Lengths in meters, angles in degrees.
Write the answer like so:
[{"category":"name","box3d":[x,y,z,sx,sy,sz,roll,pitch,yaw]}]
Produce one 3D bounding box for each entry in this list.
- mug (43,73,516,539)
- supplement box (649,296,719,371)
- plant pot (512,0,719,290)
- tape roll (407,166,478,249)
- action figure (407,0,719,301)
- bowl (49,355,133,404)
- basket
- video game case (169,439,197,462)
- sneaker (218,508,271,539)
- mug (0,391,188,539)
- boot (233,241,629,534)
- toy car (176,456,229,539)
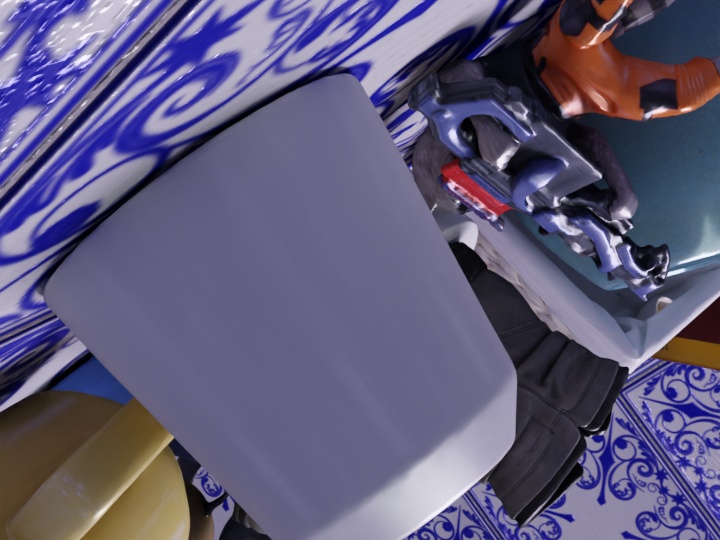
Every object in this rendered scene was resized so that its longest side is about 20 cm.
[{"category":"mug","box3d":[-0.012,0.025,0.541,0.149,0.153,0.187,-38,177,19]},{"category":"supplement box","box3d":[0.284,-0.039,0.985,0.132,0.201,0.197,-13,-171,-26]},{"category":"plant pot","box3d":[0.169,-0.065,0.786,0.199,0.135,0.200,-15,173,-2]},{"category":"tape roll","box3d":[-0.024,0.028,0.751,0.202,0.071,0.203,-46,165,-16]},{"category":"action figure","box3d":[0.114,-0.078,0.672,0.193,0.200,0.105,-30,-136,18]},{"category":"bowl","box3d":[-0.137,0.066,0.845,0.200,0.039,0.201,-36,177,-2]},{"category":"basket","box3d":[0.139,-0.020,0.925,0.135,0.200,0.123,-36,166,-27]},{"category":"video game case","box3d":[-0.081,0.076,0.994,0.143,0.019,0.200,9,-148,35]},{"category":"sneaker","box3d":[-0.030,0.138,0.877,0.200,0.075,0.079,-38,-153,33]},{"category":"mug","box3d":[-0.144,0.133,0.632,0.186,0.150,0.153,-7,-158,31]},{"category":"boot","box3d":[0.041,0.086,0.685,0.200,0.131,0.068,-45,165,-19]},{"category":"toy car","box3d":[-0.163,0.176,0.936,0.200,0.158,0.164,-37,-162,-29]}]
